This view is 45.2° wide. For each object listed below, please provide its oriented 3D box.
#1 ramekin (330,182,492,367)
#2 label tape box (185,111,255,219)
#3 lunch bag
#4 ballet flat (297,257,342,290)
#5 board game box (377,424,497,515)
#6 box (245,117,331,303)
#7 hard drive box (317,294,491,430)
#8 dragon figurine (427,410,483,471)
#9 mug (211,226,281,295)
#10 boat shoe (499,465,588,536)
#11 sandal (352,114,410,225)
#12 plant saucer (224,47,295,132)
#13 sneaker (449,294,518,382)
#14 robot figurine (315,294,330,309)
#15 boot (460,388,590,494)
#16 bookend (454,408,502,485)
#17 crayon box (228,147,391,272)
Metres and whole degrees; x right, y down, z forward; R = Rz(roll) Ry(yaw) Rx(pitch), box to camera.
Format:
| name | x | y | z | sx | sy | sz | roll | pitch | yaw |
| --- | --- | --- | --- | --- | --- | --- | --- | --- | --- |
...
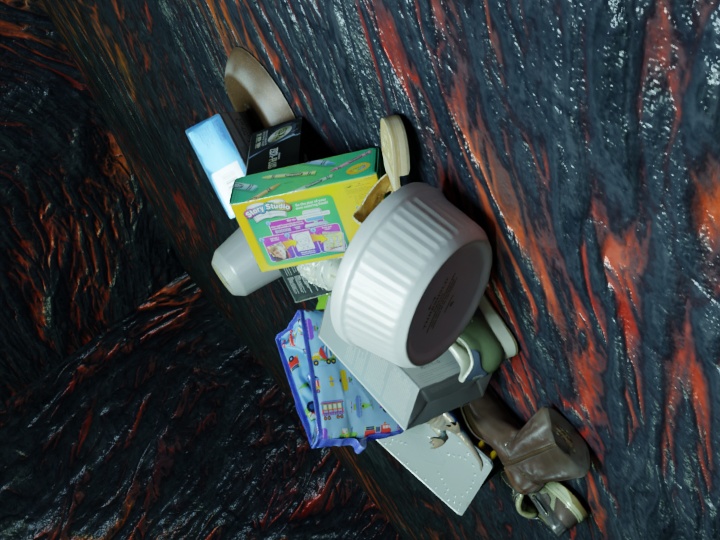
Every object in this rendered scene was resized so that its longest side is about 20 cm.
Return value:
| name | x | y | z | sx | sy | sz | roll | pitch | yaw |
| --- | --- | --- | --- | --- | --- | --- | --- | --- | --- |
| ramekin | 0.065 | 0.014 | 0.956 | 0.094 | 0.203 | 0.204 | 31 | 156 | 28 |
| label tape box | -0.181 | -0.168 | 1.338 | 0.146 | 0.062 | 0.200 | 64 | -167 | -6 |
| lunch bag | -0.020 | 0.164 | 1.253 | 0.094 | 0.148 | 0.203 | -47 | 52 | 46 |
| ballet flat | 0.000 | 0.000 | 1.156 | 0.196 | 0.073 | 0.072 | 0 | 140 | 17 |
| board game box | 0.110 | 0.270 | 1.344 | 0.199 | 0.026 | 0.201 | 40 | 148 | 18 |
| box | -0.089 | -0.088 | 1.256 | 0.165 | 0.085 | 0.202 | -90 | -19 | -51 |
| hard drive box | 0.063 | 0.103 | 1.182 | 0.200 | 0.154 | 0.078 | 44 | 132 | 35 |
| dragon figurine | 0.106 | 0.194 | 1.221 | 0.198 | 0.059 | 0.100 | 32 | -153 | -8 |
| mug | -0.233 | -0.021 | 1.853 | 0.150 | 0.152 | 0.187 | 50 | 165 | 10 |
| boat shoe | 0.255 | 0.333 | 1.284 | 0.074 | 0.064 | 0.200 | 56 | 166 | -13 |
| sandal | 0.022 | -0.080 | 1.019 | 0.078 | 0.068 | 0.215 | -112 | 12 | -51 |
| plant saucer | -0.158 | -0.250 | 1.356 | 0.201 | 0.036 | 0.201 | 50 | 165 | 18 |
| sneaker | 0.106 | 0.048 | 1.078 | 0.202 | 0.089 | 0.067 | 54 | 166 | 3 |
| robot figurine | -0.002 | 0.090 | 1.451 | 0.199 | 0.114 | 0.179 | 33 | 125 | 55 |
| boot | 0.215 | 0.205 | 1.154 | 0.188 | 0.064 | 0.201 | 54 | 161 | 13 |
| bookend | 0.134 | 0.232 | 1.385 | 0.200 | 0.092 | 0.200 | 44 | 161 | 30 |
| crayon box | -0.056 | -0.076 | 1.115 | 0.059 | 0.196 | 0.120 | -86 | -19 | -48 |
